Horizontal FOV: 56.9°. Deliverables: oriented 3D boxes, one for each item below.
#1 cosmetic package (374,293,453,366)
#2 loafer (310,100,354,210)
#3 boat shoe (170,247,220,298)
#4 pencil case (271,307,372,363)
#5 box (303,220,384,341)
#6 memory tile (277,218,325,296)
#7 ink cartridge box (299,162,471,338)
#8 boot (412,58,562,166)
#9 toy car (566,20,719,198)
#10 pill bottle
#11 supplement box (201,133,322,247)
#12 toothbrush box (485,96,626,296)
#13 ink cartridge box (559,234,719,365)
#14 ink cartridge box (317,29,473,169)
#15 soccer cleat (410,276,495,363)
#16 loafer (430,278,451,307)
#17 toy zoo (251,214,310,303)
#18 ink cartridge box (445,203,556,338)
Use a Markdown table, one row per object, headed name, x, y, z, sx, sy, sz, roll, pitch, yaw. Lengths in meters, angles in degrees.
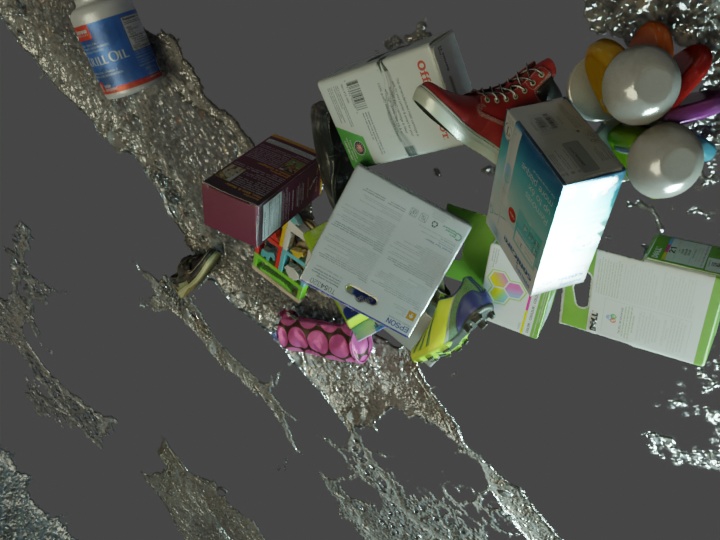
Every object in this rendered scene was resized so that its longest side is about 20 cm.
| name | x | y | z | sx | sy | sz | roll | pitch | yaw |
| --- | --- | --- | --- | --- | --- | --- | --- | --- | --- |
| cosmetic package | 0.086 | 0.061 | 1.170 | 0.200 | 0.090 | 0.107 | 38 | 135 | 2 |
| loafer | -0.040 | -0.184 | 1.100 | 0.072 | 0.073 | 0.201 | 31 | 135 | 44 |
| boat shoe | -0.371 | 0.000 | 1.457 | 0.065 | 0.073 | 0.200 | 44 | 136 | -8 |
| pencil case | -0.075 | 0.129 | 1.334 | 0.199 | 0.091 | 0.094 | 5 | 118 | 30 |
| box | 0.000 | 0.000 | 1.090 | 0.201 | 0.122 | 0.048 | 61 | 177 | 24 |
| memory tile | -0.084 | -0.023 | 1.264 | 0.200 | 0.017 | 0.154 | 30 | 135 | 21 |
| ink cartridge box | 0.036 | -0.030 | 1.014 | 0.196 | 0.043 | 0.201 | 28 | 102 | -3 |
| boot | 0.167 | -0.224 | 0.834 | 0.144 | 0.199 | 0.072 | -54 | 44 | 20 |
| toy car | 0.344 | -0.188 | 0.772 | 0.149 | 0.175 | 0.201 | -25 | 105 | 3 |
| pill bottle | -0.439 | -0.416 | 1.172 | 0.112 | 0.112 | 0.201 | 0 | 121 | 35 |
| supplement box | -0.158 | -0.138 | 1.112 | 0.110 | 0.200 | 0.086 | 24 | 133 | 19 |
| toothbrush box | 0.237 | -0.090 | 0.842 | 0.200 | 0.085 | 0.147 | 88 | 165 | -51 |
| ink cartridge box | 0.391 | 0.027 | 0.923 | 0.199 | 0.076 | 0.148 | 17 | 130 | 30 |
| ink cartridge box | 0.059 | -0.243 | 0.964 | 0.199 | 0.083 | 0.147 | -5 | 119 | 38 |
| soccer cleat | 0.139 | 0.083 | 1.066 | 0.200 | 0.064 | 0.084 | -50 | 57 | 45 |
| loafer | 0.099 | -0.031 | 1.087 | 0.069 | 0.075 | 0.201 | -30 | 97 | 14 |
| toy zoo | -0.144 | -0.042 | 1.274 | 0.131 | 0.020 | 0.200 | 35 | 136 | 17 |
| ink cartridge box | 0.206 | -0.001 | 1.042 | 0.199 | 0.076 | 0.148 | 20 | 131 | 21 |
